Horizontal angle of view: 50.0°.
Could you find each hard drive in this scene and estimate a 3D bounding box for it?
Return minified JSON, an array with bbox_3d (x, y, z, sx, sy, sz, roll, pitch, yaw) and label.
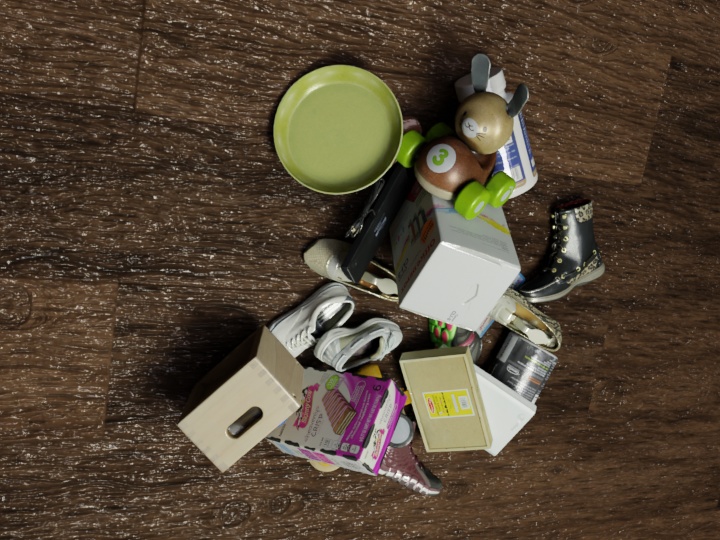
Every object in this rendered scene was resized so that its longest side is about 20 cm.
[{"bbox_3d":[0.195,0.234,1.388,0.199,0.026,0.133,34,122,0],"label":"hard drive"}]

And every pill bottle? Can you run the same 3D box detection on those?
[{"bbox_3d":[0.281,0.227,1.462,0.105,0.106,0.202,28,92,-29],"label":"pill bottle"},{"bbox_3d":[0.223,-0.229,1.299,0.110,0.111,0.202,-28,115,-16],"label":"pill bottle"}]

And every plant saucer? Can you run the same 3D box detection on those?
[{"bbox_3d":[-0.033,-0.212,1.179,0.197,0.031,0.203,-1,82,4],"label":"plant saucer"}]

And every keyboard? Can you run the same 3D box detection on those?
[{"bbox_3d":[0.021,-0.084,1.223,0.202,0.020,0.127,-62,158,-17],"label":"keyboard"}]

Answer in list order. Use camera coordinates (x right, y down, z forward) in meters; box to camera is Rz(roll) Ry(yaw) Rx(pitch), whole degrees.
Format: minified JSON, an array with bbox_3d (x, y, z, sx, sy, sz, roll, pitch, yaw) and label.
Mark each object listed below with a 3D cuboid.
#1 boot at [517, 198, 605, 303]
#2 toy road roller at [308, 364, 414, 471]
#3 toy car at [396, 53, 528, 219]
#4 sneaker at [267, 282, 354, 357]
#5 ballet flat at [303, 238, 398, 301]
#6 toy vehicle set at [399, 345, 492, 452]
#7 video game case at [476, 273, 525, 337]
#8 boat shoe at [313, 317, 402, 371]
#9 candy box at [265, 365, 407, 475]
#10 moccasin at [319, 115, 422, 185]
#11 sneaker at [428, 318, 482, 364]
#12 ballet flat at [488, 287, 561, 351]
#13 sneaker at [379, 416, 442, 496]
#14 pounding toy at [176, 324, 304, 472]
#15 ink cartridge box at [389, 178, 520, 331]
[{"bbox_3d":[0.368,-0.037,1.449,0.201,0.073,0.156,-21,110,-23],"label":"boot"},{"bbox_3d":[-0.007,0.247,1.324,0.197,0.123,0.148,-17,80,-5],"label":"toy road roller"},{"bbox_3d":[0.173,-0.213,1.169,0.157,0.164,0.201,-24,148,-46],"label":"toy car"},{"bbox_3d":[-0.094,0.098,1.266,0.200,0.071,0.073,-44,118,-5],"label":"sneaker"},{"bbox_3d":[0.000,0.000,1.288,0.198,0.062,0.068,21,96,-28],"label":"ballet flat"},{"bbox_3d":[0.153,0.231,1.368,0.123,0.027,0.202,-7,114,22],"label":"toy vehicle set"},{"bbox_3d":[0.201,0.011,1.413,0.200,0.018,0.144,42,84,-28],"label":"video game case"},{"bbox_3d":[0.008,0.129,1.295,0.201,0.065,0.075,-1,125,-52],"label":"boat shoe"},{"bbox_3d":[-0.040,0.232,1.221,0.061,0.198,0.138,49,54,-40],"label":"candy box"},{"bbox_3d":[0.015,-0.188,1.231,0.199,0.078,0.075,-25,112,-17],"label":"moccasin"},{"bbox_3d":[0.177,0.121,1.406,0.083,0.077,0.202,-22,125,-24],"label":"sneaker"},{"bbox_3d":[0.285,0.085,1.391,0.198,0.076,0.068,31,115,-13],"label":"ballet flat"},{"bbox_3d":[0.094,0.334,1.424,0.199,0.075,0.117,29,88,-28],"label":"sneaker"},{"bbox_3d":[-0.181,0.216,1.196,0.199,0.184,0.142,-41,101,7],"label":"pounding toy"},{"bbox_3d":[0.144,-0.036,1.233,0.143,0.201,0.146,17,127,-18],"label":"ink cartridge box"}]
